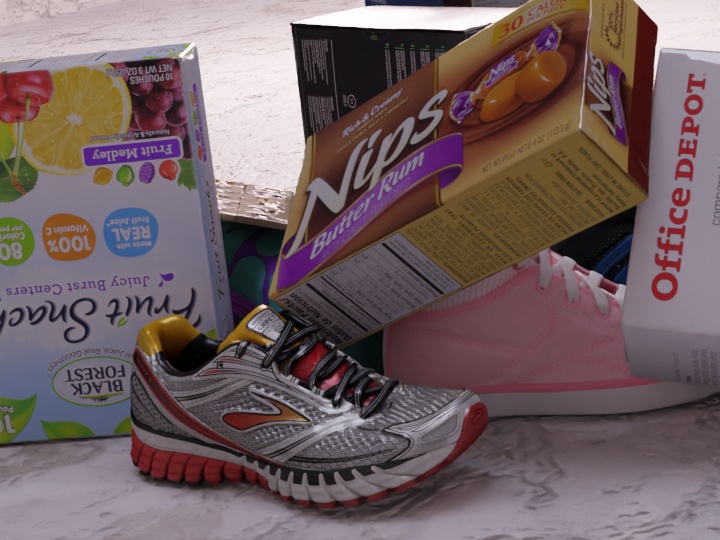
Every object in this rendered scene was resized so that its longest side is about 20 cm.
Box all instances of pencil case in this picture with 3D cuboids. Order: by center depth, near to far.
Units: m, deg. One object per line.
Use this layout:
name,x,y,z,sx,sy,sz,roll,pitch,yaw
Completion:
pencil case,-0.045,0.016,0.997,0.092,0.086,0.200,-12,16,-28

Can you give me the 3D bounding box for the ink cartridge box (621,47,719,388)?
ink cartridge box,0.229,-0.017,0.800,0.199,0.148,0.083,6,-17,15

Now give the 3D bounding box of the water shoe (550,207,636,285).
water shoe,0.171,-0.014,1.024,0.199,0.079,0.071,4,18,34

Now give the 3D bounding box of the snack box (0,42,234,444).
snack box,-0.146,-0.013,0.919,0.141,0.201,0.053,-4,14,7

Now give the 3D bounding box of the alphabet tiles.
alphabet tiles,-0.089,-0.045,1.043,0.165,0.006,0.200,9,7,-3

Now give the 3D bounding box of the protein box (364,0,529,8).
protein box,0.099,-0.167,1.396,0.134,0.201,0.198,-10,15,-16

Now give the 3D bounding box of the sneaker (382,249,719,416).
sneaker,0.106,0.017,0.890,0.199,0.105,0.075,-4,13,5

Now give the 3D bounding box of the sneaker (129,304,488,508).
sneaker,-0.034,0.062,0.820,0.199,0.083,0.078,2,17,28

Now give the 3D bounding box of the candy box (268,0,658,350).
candy box,0.049,-0.052,0.833,0.199,0.056,0.117,-26,38,36

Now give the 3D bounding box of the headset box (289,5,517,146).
headset box,0.055,-0.090,1.176,0.092,0.175,0.199,-18,18,-37
